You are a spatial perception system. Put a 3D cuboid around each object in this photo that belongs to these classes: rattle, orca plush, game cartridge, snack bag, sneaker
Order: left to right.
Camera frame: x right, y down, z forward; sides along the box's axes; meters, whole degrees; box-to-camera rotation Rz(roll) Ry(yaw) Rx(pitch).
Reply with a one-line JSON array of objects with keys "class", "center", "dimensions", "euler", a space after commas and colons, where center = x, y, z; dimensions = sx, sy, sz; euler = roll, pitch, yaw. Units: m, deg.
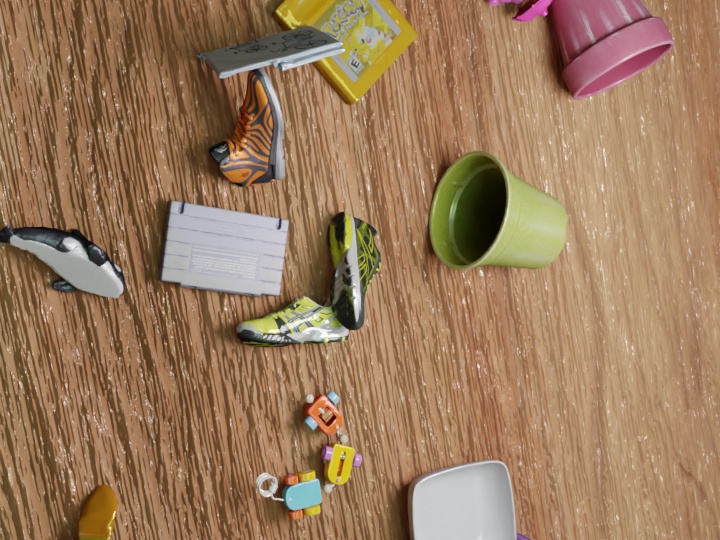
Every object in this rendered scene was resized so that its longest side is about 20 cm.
[{"class": "orca plush", "center": [-0.439, -0.029, 1.476], "dimensions": [0.197, 0.072, 0.106], "euler": [17, 129, -18]}, {"class": "rattle", "center": [-0.378, 0.456, 1.518], "dimensions": [0.129, 0.144, 0.201], "euler": [-29, 122, 13]}, {"class": "game cartridge", "center": [-0.216, -0.031, 1.575], "dimensions": [0.197, 0.038, 0.132], "euler": [9, 92, -23]}, {"class": "sneaker", "center": [-0.178, -0.209, 1.527], "dimensions": [0.110, 0.078, 0.203], "euler": [-17, 131, -17]}, {"class": "snack bag", "center": [-0.139, -0.329, 1.506], "dimensions": [0.197, 0.189, 0.022], "euler": [-17, 116, -12]}, {"class": "sneaker", "center": [-0.112, 0.083, 1.607], "dimensions": [0.197, 0.075, 0.078], "euler": [-1, 84, -34]}, {"class": "game cartridge", "center": [-0.022, -0.409, 1.649], "dimensions": [0.200, 0.032, 0.177], "euler": [47, 74, -18]}, {"class": "sneaker", "center": [0.000, 0.000, 1.622], "dimensions": [0.083, 0.074, 0.204], "euler": [9, 66, -30]}]

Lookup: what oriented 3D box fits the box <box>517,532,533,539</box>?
[{"class": "box", "center": [0.278, 0.608, 1.766], "dimensions": [0.200, 0.096, 0.177], "euler": [-42, 106, -17]}]

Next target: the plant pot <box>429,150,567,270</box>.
[{"class": "plant pot", "center": [0.249, -0.084, 1.702], "dimensions": [0.182, 0.199, 0.204], "euler": [12, 86, -34]}]

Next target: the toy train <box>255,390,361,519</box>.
[{"class": "toy train", "center": [-0.085, 0.304, 1.629], "dimensions": [0.150, 0.055, 0.201], "euler": [45, 72, -16]}]

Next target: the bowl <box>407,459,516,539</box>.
[{"class": "bowl", "center": [0.167, 0.433, 1.726], "dimensions": [0.197, 0.074, 0.204], "euler": [-8, 94, -24]}]

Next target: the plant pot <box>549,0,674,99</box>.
[{"class": "plant pot", "center": [0.430, -0.432, 1.767], "dimensions": [0.198, 0.200, 0.181], "euler": [-23, 84, -21]}]

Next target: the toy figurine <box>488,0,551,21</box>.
[{"class": "toy figurine", "center": [0.270, -0.529, 1.729], "dimensions": [0.196, 0.150, 0.188], "euler": [-1, 105, 9]}]
